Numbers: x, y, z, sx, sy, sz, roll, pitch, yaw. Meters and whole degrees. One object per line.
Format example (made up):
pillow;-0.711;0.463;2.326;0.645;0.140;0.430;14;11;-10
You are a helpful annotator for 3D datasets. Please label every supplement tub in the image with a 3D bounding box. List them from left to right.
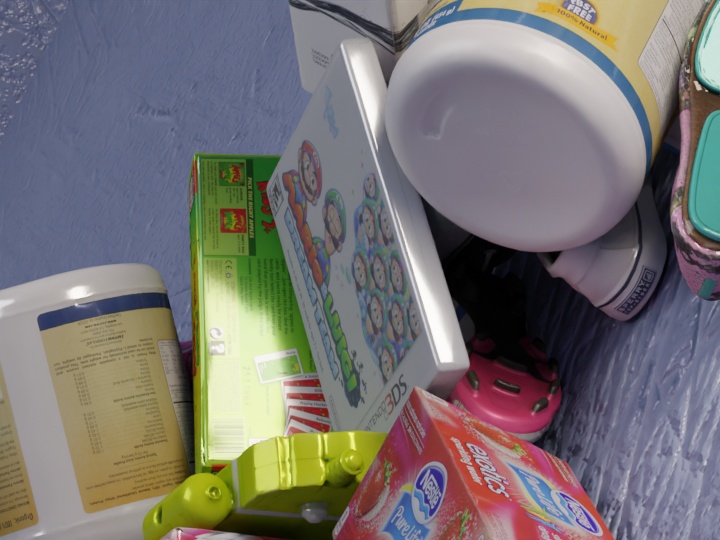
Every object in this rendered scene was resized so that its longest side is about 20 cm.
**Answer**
supplement tub;-0.166;0.109;1.696;0.144;0.143;0.202;-27;76;62
supplement tub;0.111;-0.125;1.504;0.145;0.144;0.201;-43;14;49

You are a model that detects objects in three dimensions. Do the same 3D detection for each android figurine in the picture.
android figurine;-0.026;0.136;1.572;0.200;0.181;0.041;-37;51;54

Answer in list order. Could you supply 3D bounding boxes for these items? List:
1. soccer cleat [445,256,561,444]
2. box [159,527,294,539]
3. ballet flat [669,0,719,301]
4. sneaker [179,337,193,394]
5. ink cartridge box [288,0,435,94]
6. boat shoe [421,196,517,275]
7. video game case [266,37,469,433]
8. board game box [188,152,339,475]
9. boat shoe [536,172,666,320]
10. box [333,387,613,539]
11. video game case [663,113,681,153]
soccer cleat;0.069;0.068;1.595;0.200;0.069;0.087;-93;23;-66
box;-0.107;0.228;1.578;0.200;0.095;0.100;-39;51;48
ballet flat;0.191;-0.072;1.443;0.071;0.069;0.201;107;178;-57
sneaker;-0.091;0.077;1.784;0.199;0.088;0.082;-20;81;32
ink cartridge box;0.028;-0.196;1.569;0.145;0.084;0.201;-48;-29;-28
boat shoe;0.067;-0.031;1.680;0.200;0.067;0.072;114;153;-55
video game case;0.000;0.000;1.569;0.182;0.024;0.201;121;137;-61
board game box;-0.050;0.031;1.675;0.048;0.101;0.201;111;158;-65
boat shoe;0.123;-0.045;1.581;0.074;0.065;0.200;-59;18;16
box;0.063;0.150;1.394;0.096;0.099;0.200;-60;17;11
video game case;0.220;-0.178;1.571;0.200;0.018;0.143;-55;19;26
